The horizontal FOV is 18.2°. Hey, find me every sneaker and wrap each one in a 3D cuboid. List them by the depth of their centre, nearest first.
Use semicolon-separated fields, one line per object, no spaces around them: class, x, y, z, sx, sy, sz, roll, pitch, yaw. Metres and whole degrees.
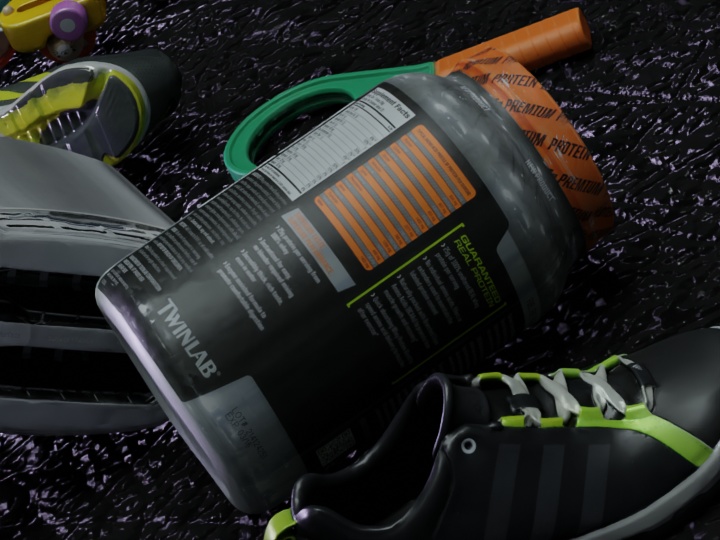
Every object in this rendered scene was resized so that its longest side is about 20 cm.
sneaker;0.059;0.069;0.841;0.200;0.083;0.072;-31;32;-3
sneaker;-0.179;-0.073;1.253;0.199;0.075;0.085;-11;11;35

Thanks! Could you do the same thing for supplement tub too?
supplement tub;0.000;0.000;0.947;0.200;0.123;0.123;-34;32;-9

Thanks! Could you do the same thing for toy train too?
toy train;-0.184;-0.176;1.403;0.199;0.056;0.150;-4;39;30

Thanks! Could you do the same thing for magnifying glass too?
magnifying glass;0.022;-0.088;1.151;0.199;0.022;0.080;-21;33;16

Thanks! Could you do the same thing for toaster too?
toaster;-0.155;0.009;1.032;0.129;0.199;0.114;35;112;51
